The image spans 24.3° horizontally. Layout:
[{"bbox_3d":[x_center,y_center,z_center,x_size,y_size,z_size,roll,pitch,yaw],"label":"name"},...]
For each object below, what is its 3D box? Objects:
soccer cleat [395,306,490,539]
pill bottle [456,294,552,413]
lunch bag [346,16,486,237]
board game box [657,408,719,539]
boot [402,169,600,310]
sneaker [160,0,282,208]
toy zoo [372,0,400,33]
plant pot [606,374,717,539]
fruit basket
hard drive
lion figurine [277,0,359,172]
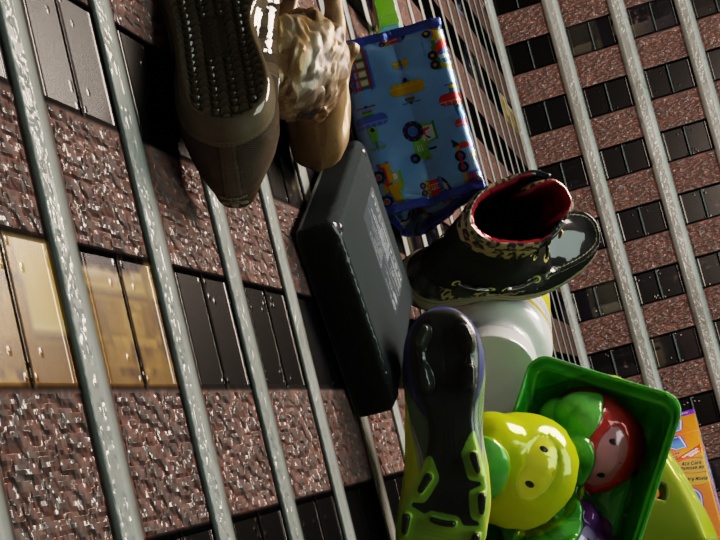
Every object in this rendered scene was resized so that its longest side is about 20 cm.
[{"bbox_3d":[0.058,0.127,1.155,0.084,0.064,0.203,65,26,-85],"label":"soccer cleat"},{"bbox_3d":[0.122,0.057,1.543,0.200,0.110,0.112,-77,150,-68],"label":"pill bottle"},{"bbox_3d":[0.037,-0.114,1.467,0.200,0.093,0.152,115,-40,-82],"label":"lunch bag"},{"bbox_3d":[0.411,0.343,2.381,0.200,0.198,0.202,-61,134,-74],"label":"board game box"},{"bbox_3d":[0.141,-0.030,1.421,0.151,0.198,0.074,130,-54,-62],"label":"boot"},{"bbox_3d":[-0.078,-0.121,0.938,0.076,0.069,0.201,90,0,-46],"label":"sneaker"},{"bbox_3d":[0.043,-0.169,1.633,0.131,0.020,0.202,77,0,-80],"label":"toy zoo"},{"bbox_3d":[0.225,0.217,1.644,0.199,0.198,0.183,33,35,-73],"label":"plant pot"},{"bbox_3d":[0.158,0.173,1.344,0.215,0.154,0.218,16,90,-71],"label":"fruit basket"},{"bbox_3d":[0.000,0.000,1.202,0.200,0.033,0.141,-76,149,-70],"label":"hard drive"},{"bbox_3d":[-0.031,-0.118,1.115,0.200,0.072,0.124,64,21,-60],"label":"lion figurine"}]
